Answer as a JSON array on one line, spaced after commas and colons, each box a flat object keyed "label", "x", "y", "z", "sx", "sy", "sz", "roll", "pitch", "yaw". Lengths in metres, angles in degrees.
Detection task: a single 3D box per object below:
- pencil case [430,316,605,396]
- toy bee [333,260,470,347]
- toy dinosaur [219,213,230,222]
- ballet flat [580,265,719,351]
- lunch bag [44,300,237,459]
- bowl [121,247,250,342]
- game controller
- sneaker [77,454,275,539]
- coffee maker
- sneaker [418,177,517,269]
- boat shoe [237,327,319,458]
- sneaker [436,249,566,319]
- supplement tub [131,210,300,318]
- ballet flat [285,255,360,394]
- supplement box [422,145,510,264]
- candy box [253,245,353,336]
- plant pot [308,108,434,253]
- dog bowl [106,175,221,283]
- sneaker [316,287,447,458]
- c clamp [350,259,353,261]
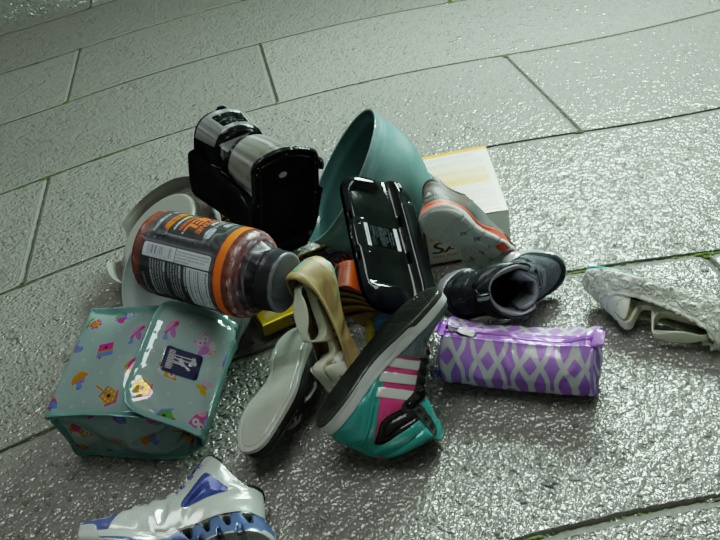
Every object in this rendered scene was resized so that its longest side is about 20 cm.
[{"label": "pencil case", "x": 0.184, "y": 0.095, "z": 0.980, "sx": 0.196, "sy": 0.087, "sz": 0.084, "roll": 3, "pitch": 39, "yaw": 20}, {"label": "toy bee", "x": 0.028, "y": 0.063, "z": 1.055, "sx": 0.108, "sy": 0.200, "sz": 0.132, "roll": -31, "pitch": 22, "yaw": 45}, {"label": "toy dinosaur", "x": -0.152, "y": -0.048, "z": 1.305, "sx": 0.135, "sy": 0.102, "sz": 0.201, "roll": -33, "pitch": 76, "yaw": -5}, {"label": "ballet flat", "x": 0.351, "y": 0.046, "z": 1.016, "sx": 0.198, "sy": 0.073, "sz": 0.072, "roll": 16, "pitch": 43, "yaw": 35}, {"label": "lunch bag", "x": -0.255, "y": 0.133, "z": 1.025, "sx": 0.196, "sy": 0.123, "sz": 0.172, "roll": -4, "pitch": 47, "yaw": 17}, {"label": "bowl", "x": -0.218, "y": 0.030, "z": 1.144, "sx": 0.198, "sy": 0.205, "sz": 0.090, "roll": 4, "pitch": 7, "yaw": 23}, {"label": "game controller", "x": 0.033, "y": -0.033, "z": 1.024, "sx": 0.103, "sy": 0.042, "sz": 0.203, "roll": 5, "pitch": 52, "yaw": -23}, {"label": "sneaker", "x": -0.184, "y": 0.261, "z": 0.884, "sx": 0.195, "sy": 0.082, "sz": 0.116, "roll": -5, "pitch": 31, "yaw": -1}, {"label": "coffee maker", "x": -0.159, "y": -0.112, "z": 1.191, "sx": 0.133, "sy": 0.195, "sz": 0.199, "roll": 10, "pitch": 17, "yaw": -41}, {"label": "sneaker", "x": 0.149, "y": -0.061, "z": 1.114, "sx": 0.076, "sy": 0.199, "sz": 0.083, "roll": -24, "pitch": 50, "yaw": 28}, {"label": "boat shoe", "x": -0.089, "y": 0.153, "z": 1.011, "sx": 0.073, "sy": 0.061, "sz": 0.201, "roll": -20, "pitch": 29, "yaw": 24}, {"label": "sneaker", "x": 0.199, "y": 0.019, "z": 1.040, "sx": 0.197, "sy": 0.077, "sz": 0.113, "roll": -13, "pitch": 5, "yaw": -26}, {"label": "supplement tub", "x": -0.169, "y": -0.005, "z": 1.005, "sx": 0.197, "sy": 0.108, "sz": 0.107, "roll": 13, "pitch": 42, "yaw": 27}, {"label": "ballet flat", "x": -0.041, "y": 0.086, "z": 0.972, "sx": 0.068, "sy": 0.203, "sz": 0.063, "roll": -13, "pitch": 9, "yaw": 44}, {"label": "supplement box", "x": 0.150, "y": -0.102, "z": 1.276, "sx": 0.124, "sy": 0.074, "sz": 0.201, "roll": -9, "pitch": 35, "yaw": 5}, {"label": "candy box", "x": -0.070, "y": 0.017, "z": 1.202, "sx": 0.198, "sy": 0.027, "sz": 0.102, "roll": -24, "pitch": 49, "yaw": -20}, {"label": "plant pot", "x": 0.026, "y": -0.108, "z": 1.195, "sx": 0.132, "sy": 0.202, "sz": 0.202, "roll": 23, "pitch": 30, "yaw": -18}, {"label": "dog bowl", "x": -0.300, "y": -0.049, "z": 1.306, "sx": 0.198, "sy": 0.059, "sz": 0.202, "roll": -22, "pitch": 44, "yaw": 24}, {"label": "sneaker", "x": 0.056, "y": 0.128, "z": 0.934, "sx": 0.201, "sy": 0.120, "sz": 0.084, "roll": -50, "pitch": 15, "yaw": -3}, {"label": "c clamp", "x": 0.000, "y": 0.000, "z": 1.106, "sx": 0.199, "sy": 0.172, "sz": 0.027, "roll": -36, "pitch": 65, "yaw": -15}]
